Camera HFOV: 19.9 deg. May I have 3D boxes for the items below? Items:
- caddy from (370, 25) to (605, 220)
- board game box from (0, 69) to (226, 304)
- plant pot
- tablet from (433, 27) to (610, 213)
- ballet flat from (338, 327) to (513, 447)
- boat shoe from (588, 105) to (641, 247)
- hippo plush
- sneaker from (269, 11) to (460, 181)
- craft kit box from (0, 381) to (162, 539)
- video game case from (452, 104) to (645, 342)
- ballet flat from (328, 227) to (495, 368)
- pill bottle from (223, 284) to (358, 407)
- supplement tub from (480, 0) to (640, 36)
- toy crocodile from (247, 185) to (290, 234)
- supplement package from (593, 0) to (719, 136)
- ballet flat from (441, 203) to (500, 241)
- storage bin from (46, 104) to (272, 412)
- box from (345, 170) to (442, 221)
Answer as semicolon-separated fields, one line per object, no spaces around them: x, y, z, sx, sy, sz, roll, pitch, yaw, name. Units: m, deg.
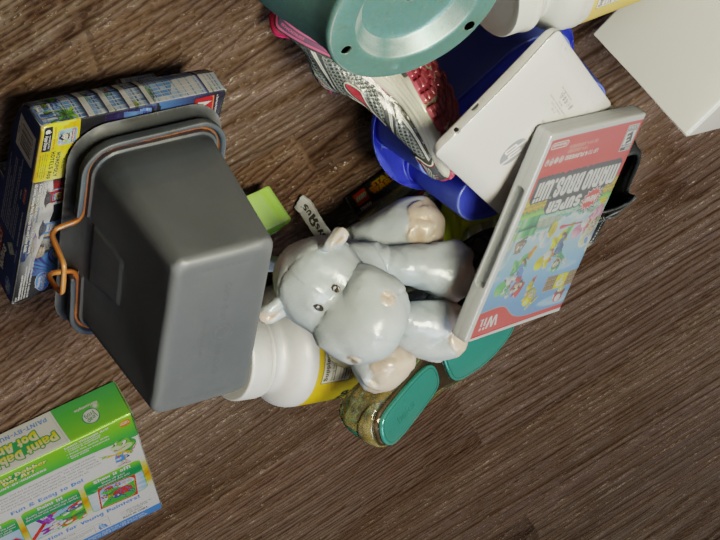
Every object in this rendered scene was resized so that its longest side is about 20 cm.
0.103;-0.140;1.702;0.200;0.105;0.141;-42;132;1;caddy
-0.177;-0.080;1.575;0.200;0.062;0.200;-15;146;-29;board game box
-0.004;-0.240;1.370;0.200;0.188;0.200;-23;148;-15;plant pot
0.130;-0.112;1.599;0.130;0.014;0.200;-45;157;5;tablet
0.055;0.081;1.823;0.200;0.071;0.071;-41;157;-31;ballet flat
0.223;-0.073;1.953;0.075;0.062;0.200;-21;150;-22;boat shoe
0.000;0.000;1.682;0.159;0.200;0.161;-48;168;5;hippo plush
0.012;-0.149;1.576;0.075;0.081;0.200;-28;113;24;sneaker
-0.295;0.207;1.909;0.200;0.049;0.198;-25;152;-12;craft kit box
0.155;-0.039;1.684;0.143;0.017;0.200;-16;135;-49;video game case
0.057;0.029;1.771;0.200;0.057;0.066;-32;136;13;ballet flat
-0.038;0.063;1.863;0.200;0.112;0.112;-7;142;-35;pill bottle
0.175;-0.265;1.540;0.200;0.145;0.145;-22;149;-17;supplement tub
-0.145;-0.016;1.669;0.200;0.068;0.062;-24;168;-26;toy crocodile
0.302;-0.200;1.720;0.121;0.120;0.200;-45;169;22;supplement package
0.101;-0.013;1.843;0.067;0.067;0.200;-24;150;-16;ballet flat
-0.146;0.002;1.508;0.146;0.134;0.200;-15;138;-28;storage bin
0.099;-0.086;1.840;0.200;0.040;0.137;-36;149;7;box
